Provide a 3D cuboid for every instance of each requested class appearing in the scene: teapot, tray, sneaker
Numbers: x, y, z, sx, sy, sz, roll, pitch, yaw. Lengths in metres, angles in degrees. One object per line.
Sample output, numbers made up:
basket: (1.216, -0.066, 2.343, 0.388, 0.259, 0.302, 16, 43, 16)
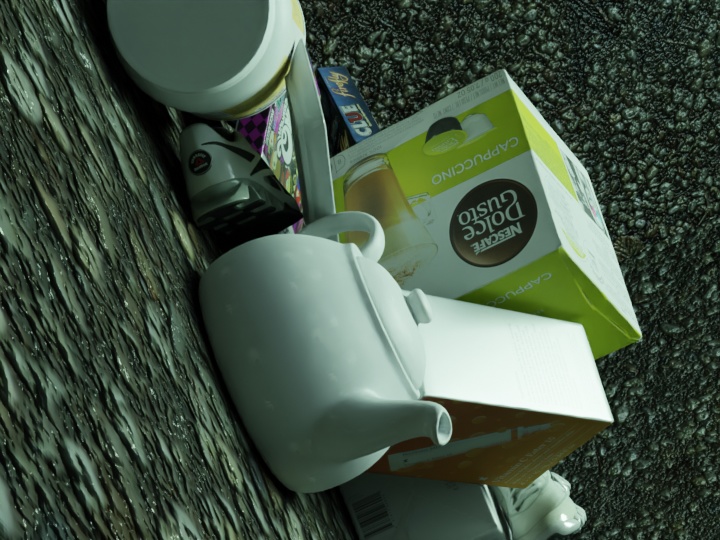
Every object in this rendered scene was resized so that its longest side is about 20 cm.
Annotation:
teapot: (-0.018, 0.050, 0.949, 0.197, 0.145, 0.202, 44, 21, -81)
tray: (-0.039, -0.078, 1.087, 0.201, 0.022, 0.108, 84, -8, -46)
sneaker: (0.151, 0.206, 1.199, 0.081, 0.075, 0.200, 52, 3, -3)
sneaker: (-0.102, -0.075, 1.104, 0.200, 0.073, 0.089, 51, 17, -78)

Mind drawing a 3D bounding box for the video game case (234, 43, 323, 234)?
video game case: (-0.079, -0.128, 1.278, 0.182, 0.035, 0.202, 75, 22, -61)

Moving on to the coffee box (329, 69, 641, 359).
coffee box: (0.108, -0.016, 1.196, 0.200, 0.198, 0.200, 39, 31, -50)

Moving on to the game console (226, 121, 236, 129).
game console: (-0.133, -0.117, 1.378, 0.175, 0.117, 0.200, 35, -7, 17)

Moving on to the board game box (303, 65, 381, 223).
board game box: (-0.022, -0.098, 1.429, 0.136, 0.034, 0.202, -116, -154, -45)

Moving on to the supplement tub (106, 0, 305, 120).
supplement tub: (-0.121, -0.197, 1.057, 0.200, 0.144, 0.147, -52, 118, -86)

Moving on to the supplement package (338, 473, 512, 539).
supplement package: (0.066, 0.227, 1.228, 0.200, 0.119, 0.122, 57, 8, -65)

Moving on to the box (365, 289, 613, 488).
box: (0.086, 0.102, 1.085, 0.198, 0.124, 0.098, 11, 50, -32)
